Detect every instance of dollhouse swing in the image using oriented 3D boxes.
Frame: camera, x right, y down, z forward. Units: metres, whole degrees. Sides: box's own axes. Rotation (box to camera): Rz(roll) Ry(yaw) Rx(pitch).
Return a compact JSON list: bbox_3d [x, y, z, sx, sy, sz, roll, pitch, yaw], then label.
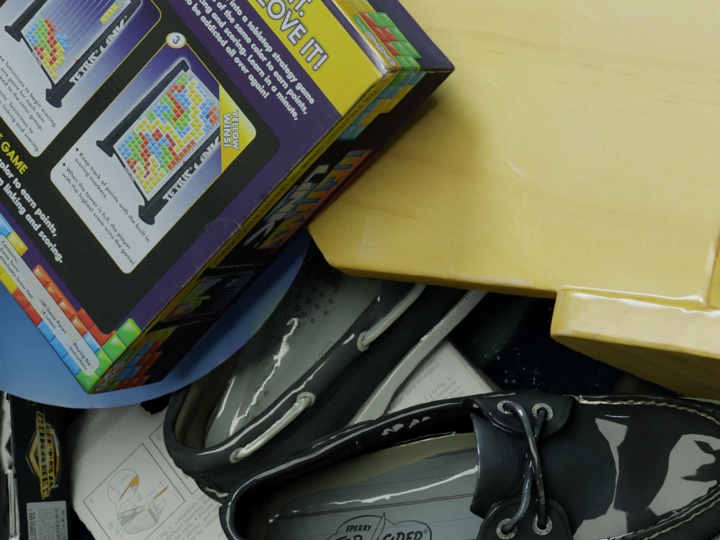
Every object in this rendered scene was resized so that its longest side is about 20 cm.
[{"bbox_3d":[0.107,-0.057,1.074,0.175,0.181,0.201,2,76,42],"label":"dollhouse swing"}]

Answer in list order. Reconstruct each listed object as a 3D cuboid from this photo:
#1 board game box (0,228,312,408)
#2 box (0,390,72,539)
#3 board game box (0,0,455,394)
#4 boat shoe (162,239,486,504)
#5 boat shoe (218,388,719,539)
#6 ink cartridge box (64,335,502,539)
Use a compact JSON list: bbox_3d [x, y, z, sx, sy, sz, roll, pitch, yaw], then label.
[{"bbox_3d":[-0.096,-0.052,1.120,0.158,0.039,0.201,-26,86,21],"label":"board game box"},{"bbox_3d":[-0.215,0.063,1.199,0.199,0.046,0.160,-6,86,21],"label":"box"},{"bbox_3d":[-0.090,-0.086,1.051,0.165,0.057,0.200,-45,74,21],"label":"board game box"},{"bbox_3d":[0.000,0.000,1.115,0.075,0.060,0.200,24,81,38],"label":"boat shoe"},{"bbox_3d":[0.042,0.076,1.041,0.199,0.066,0.075,-7,66,22],"label":"boat shoe"},{"bbox_3d":[-0.017,0.086,1.150,0.161,0.050,0.200,-44,46,3],"label":"ink cartridge box"}]
